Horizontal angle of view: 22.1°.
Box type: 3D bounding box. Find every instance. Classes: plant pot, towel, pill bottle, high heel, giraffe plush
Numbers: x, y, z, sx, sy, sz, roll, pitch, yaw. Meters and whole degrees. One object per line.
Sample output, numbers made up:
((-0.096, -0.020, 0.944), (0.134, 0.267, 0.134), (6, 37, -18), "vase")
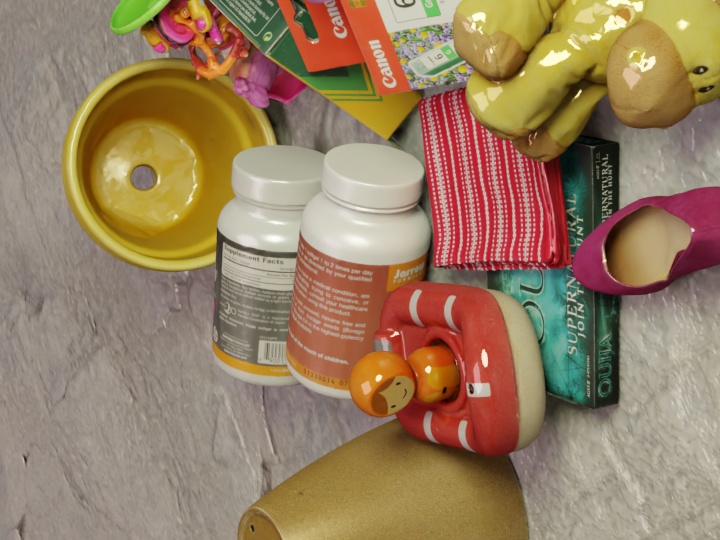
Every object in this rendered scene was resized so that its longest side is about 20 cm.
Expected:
((-0.196, -0.096, 1.790), (0.189, 0.200, 0.201), (174, 85, -74), "plant pot")
((0.098, -0.071, 1.410), (0.200, 0.022, 0.145), (178, 85, -66), "towel")
((-0.074, -0.005, 1.676), (0.116, 0.116, 0.201), (34, 127, 49), "pill bottle")
((0.005, 0.220, 1.538), (0.186, 0.200, 0.187), (26, 122, 54), "plant pot")
((0.190, -0.019, 1.245), (0.200, 0.096, 0.068), (-26, 78, 52), "high heel")
((0.183, -0.151, 1.214), (0.162, 0.172, 0.200), (33, 92, 38), "giraffe plush")
((0.000, 0.000, 1.561), (0.112, 0.112, 0.200), (41, 132, 46), "pill bottle")

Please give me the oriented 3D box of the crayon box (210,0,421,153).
((-0.033, -0.184, 1.534), (0.052, 0.200, 0.126), (-49, 49, 8), "crayon box")

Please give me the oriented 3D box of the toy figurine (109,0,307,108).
((-0.108, -0.214, 1.609), (0.150, 0.184, 0.200), (-22, 34, 36), "toy figurine")

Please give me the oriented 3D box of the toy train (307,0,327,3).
((-0.038, -0.282, 1.328), (0.200, 0.056, 0.150), (-46, 53, 21), "toy train")

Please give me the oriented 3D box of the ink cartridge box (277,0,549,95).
((0.032, -0.188, 1.365), (0.050, 0.199, 0.109), (-78, -28, -44), "ink cartridge box")

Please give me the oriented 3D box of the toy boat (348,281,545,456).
((0.052, 0.081, 1.429), (0.200, 0.130, 0.131), (5, 104, 61), "toy boat")

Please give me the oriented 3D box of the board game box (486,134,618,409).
((0.144, -0.007, 1.406), (0.135, 0.028, 0.201), (18, 113, 55), "board game box")
